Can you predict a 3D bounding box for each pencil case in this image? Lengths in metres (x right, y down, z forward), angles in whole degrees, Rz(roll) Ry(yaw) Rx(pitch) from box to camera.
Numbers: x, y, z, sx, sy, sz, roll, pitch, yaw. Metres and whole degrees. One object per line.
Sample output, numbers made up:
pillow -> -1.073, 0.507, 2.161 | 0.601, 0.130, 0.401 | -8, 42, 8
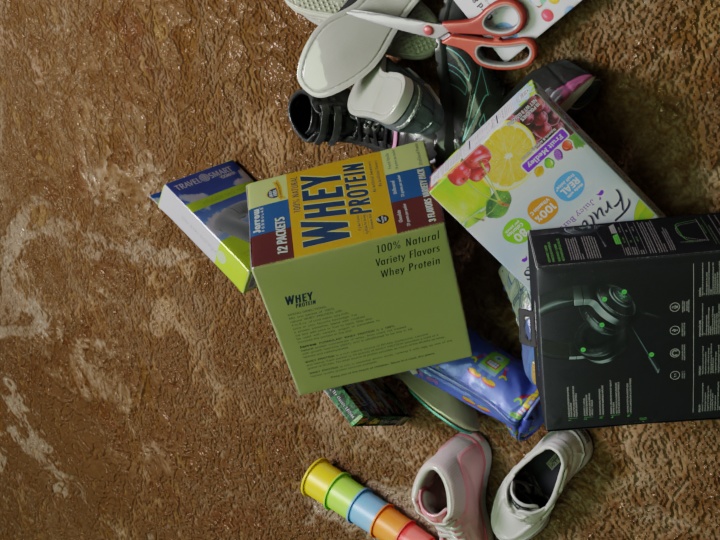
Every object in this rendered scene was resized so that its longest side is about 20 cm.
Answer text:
pencil case -> 0.125, 0.114, 1.277 | 0.200, 0.087, 0.078 | 31, 133, 23

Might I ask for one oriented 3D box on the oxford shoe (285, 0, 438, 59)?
oxford shoe -> 0.006, -0.288, 1.269 | 0.199, 0.058, 0.075 | 24, 90, 20

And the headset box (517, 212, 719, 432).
headset box -> 0.249, 0.050, 1.060 | 0.199, 0.093, 0.175 | -6, 113, 5

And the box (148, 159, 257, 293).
box -> -0.167, -0.067, 1.471 | 0.200, 0.122, 0.048 | 44, 135, 22

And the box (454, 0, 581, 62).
box -> 0.163, -0.319, 1.086 | 0.156, 0.041, 0.200 | 50, 137, -5

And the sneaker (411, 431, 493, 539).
sneaker -> 0.106, 0.300, 1.372 | 0.075, 0.104, 0.201 | 17, 119, 36

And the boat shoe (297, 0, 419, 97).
boat shoe -> 0.009, -0.268, 1.206 | 0.074, 0.060, 0.200 | 37, 99, -4

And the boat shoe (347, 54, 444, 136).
boat shoe -> 0.037, -0.183, 1.205 | 0.073, 0.062, 0.200 | -62, 20, 10

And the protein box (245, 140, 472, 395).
protein box -> 0.000, 0.000, 1.203 | 0.135, 0.198, 0.200 | -100, -5, -46

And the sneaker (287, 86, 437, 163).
sneaker -> -0.001, -0.161, 1.292 | 0.200, 0.099, 0.071 | 27, 122, 32

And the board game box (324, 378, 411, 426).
board game box -> -0.003, 0.141, 1.359 | 0.023, 0.200, 0.105 | -44, 73, 8

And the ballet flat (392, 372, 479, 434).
ballet flat -> 0.074, 0.118, 1.363 | 0.200, 0.069, 0.070 | 34, 127, 30

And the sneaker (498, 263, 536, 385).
sneaker -> 0.191, 0.022, 1.211 | 0.088, 0.075, 0.201 | 17, 109, 47

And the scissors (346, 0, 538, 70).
scissors -> 0.081, -0.236, 1.149 | 0.199, 0.014, 0.073 | 2, 124, 23

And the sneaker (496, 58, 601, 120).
sneaker -> 0.173, -0.125, 1.155 | 0.200, 0.086, 0.080 | -44, 34, 22

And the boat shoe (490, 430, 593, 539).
boat shoe -> 0.195, 0.254, 1.295 | 0.072, 0.066, 0.200 | 48, 133, 18

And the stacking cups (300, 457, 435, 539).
stacking cups -> 0.010, 0.322, 1.502 | 0.200, 0.060, 0.061 | 28, 124, 33

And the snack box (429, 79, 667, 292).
snack box -> 0.185, -0.062, 1.095 | 0.200, 0.053, 0.142 | 43, 111, -13

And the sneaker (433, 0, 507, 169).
sneaker -> 0.119, -0.197, 1.198 | 0.079, 0.075, 0.201 | 1, 102, 12
